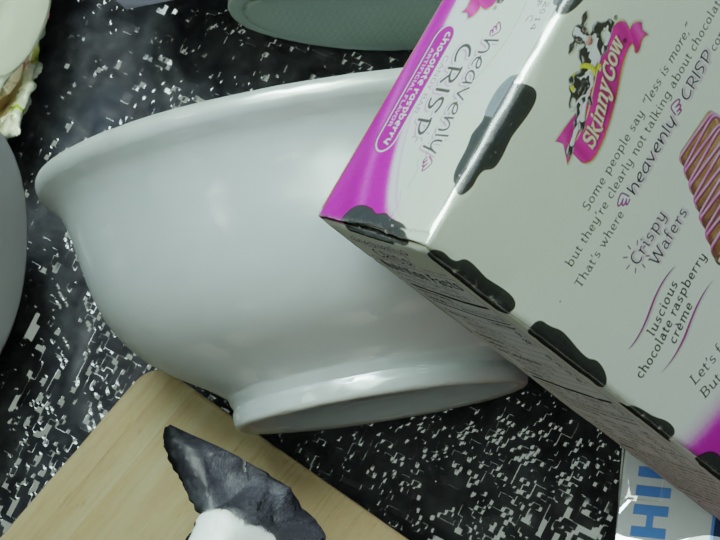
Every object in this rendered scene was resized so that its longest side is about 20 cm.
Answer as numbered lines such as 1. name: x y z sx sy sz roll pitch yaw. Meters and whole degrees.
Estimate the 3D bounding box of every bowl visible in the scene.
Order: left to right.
1. bowl: 0.000 0.000 0.956 0.200 0.201 0.091 -10 81 8

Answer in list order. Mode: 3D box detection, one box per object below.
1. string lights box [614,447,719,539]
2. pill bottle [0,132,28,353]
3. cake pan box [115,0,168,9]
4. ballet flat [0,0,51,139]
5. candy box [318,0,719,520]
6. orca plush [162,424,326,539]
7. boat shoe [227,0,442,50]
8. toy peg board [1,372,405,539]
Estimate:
1. string lights box: 0.186 0.068 0.973 0.199 0.059 0.103 6 78 12
2. pill bottle: -0.224 -0.016 1.029 0.199 0.114 0.115 6 78 21
3. cake pan box: -0.005 -0.189 1.014 0.183 0.052 0.201 -9 57 35
4. ballet flat: -0.122 -0.132 1.059 0.064 0.075 0.201 17 98 54
5. candy box: 0.101 -0.018 0.884 0.061 0.200 0.137 16 72 55
6. orca plush: -0.097 0.137 0.904 0.071 0.105 0.201 -6 55 52
7. boat shoe: 0.052 -0.116 1.037 0.199 0.076 0.061 -3 77 -2
8. toy peg board: -0.049 0.175 0.974 0.199 0.098 0.200 32 73 32
